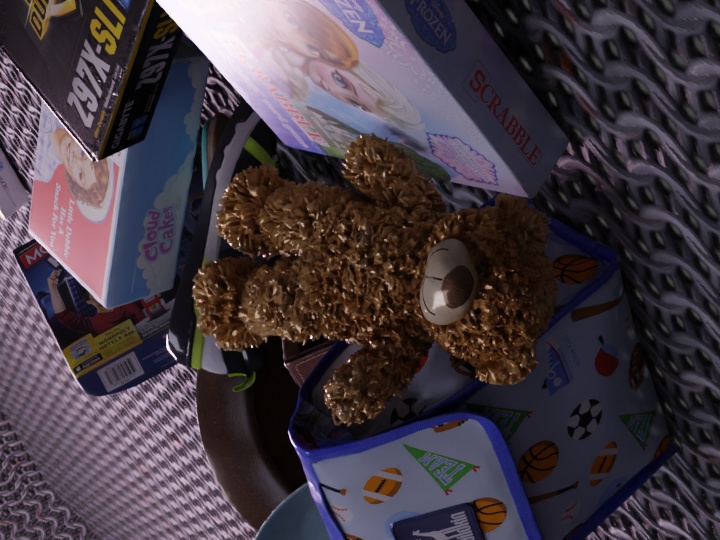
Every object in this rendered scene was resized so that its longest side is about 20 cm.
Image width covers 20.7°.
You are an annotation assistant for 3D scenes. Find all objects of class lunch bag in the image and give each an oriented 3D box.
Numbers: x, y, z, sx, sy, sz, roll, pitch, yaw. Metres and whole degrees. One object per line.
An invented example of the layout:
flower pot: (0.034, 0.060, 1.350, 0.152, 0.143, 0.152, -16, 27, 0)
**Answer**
lunch bag: (0.064, 0.089, 1.082, 0.124, 0.199, 0.171, 34, 155, 45)

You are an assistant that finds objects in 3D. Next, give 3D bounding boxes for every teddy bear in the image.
teddy bear: (0.000, 0.000, 1.005, 0.199, 0.146, 0.067, 28, 168, 32)

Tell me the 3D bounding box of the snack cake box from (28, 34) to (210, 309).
snack cake box: (-0.180, -0.090, 1.448, 0.115, 0.067, 0.202, 39, 130, 35)

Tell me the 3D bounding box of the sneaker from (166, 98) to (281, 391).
sneaker: (-0.069, -0.021, 1.318, 0.082, 0.202, 0.072, 15, -179, 0)

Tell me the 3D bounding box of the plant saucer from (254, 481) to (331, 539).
plant saucer: (0.023, 0.179, 1.278, 0.039, 0.199, 0.202, -103, -9, -51)

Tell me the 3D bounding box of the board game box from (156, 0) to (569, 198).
board game box: (-0.019, -0.125, 1.004, 0.199, 0.041, 0.200, 15, 155, 47)

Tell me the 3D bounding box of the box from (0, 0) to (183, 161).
box: (-0.183, -0.195, 1.298, 0.160, 0.049, 0.201, 48, 141, 16)

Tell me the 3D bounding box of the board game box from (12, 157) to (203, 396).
board game box: (-0.162, -0.014, 1.555, 0.200, 0.199, 0.062, 57, 171, 40)

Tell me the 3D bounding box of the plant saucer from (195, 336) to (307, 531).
plant saucer: (-0.028, 0.096, 1.382, 0.032, 0.200, 0.201, -20, 109, 47)

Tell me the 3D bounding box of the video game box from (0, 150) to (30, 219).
video game box: (-0.470, -0.167, 2.236, 0.200, 0.047, 0.183, 32, 152, 50)

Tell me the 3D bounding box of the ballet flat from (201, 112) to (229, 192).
ballet flat: (-0.073, -0.016, 1.430, 0.072, 0.068, 0.202, 4, 108, 15)

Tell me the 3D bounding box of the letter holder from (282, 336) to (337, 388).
letter holder: (0.050, 0.070, 1.284, 0.101, 0.141, 0.201, -98, -17, -51)
